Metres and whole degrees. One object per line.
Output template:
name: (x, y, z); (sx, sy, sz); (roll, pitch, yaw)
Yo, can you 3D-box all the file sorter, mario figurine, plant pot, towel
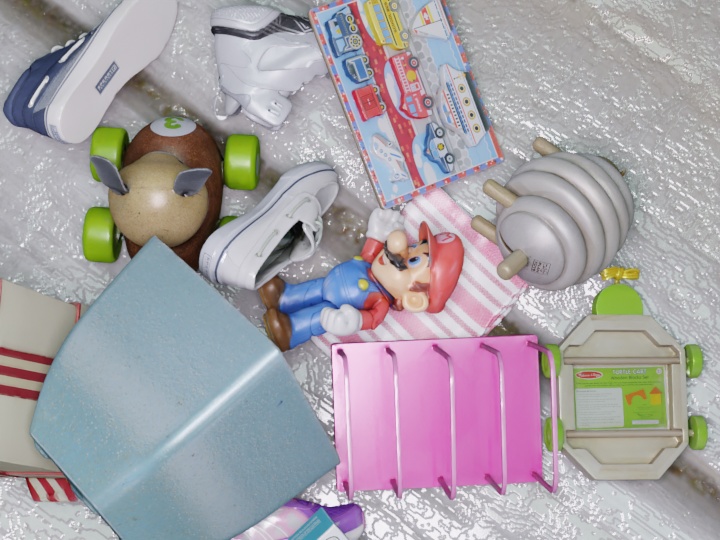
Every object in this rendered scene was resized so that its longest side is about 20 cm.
file sorter: (0.077, 0.136, 1.401); (0.197, 0.125, 0.141); (-2, 91, -4)
mario figurine: (0.000, 0.000, 1.433); (0.198, 0.106, 0.125); (-18, 76, 2)
plant pot: (-0.171, 0.134, 1.348); (0.200, 0.197, 0.195); (-41, 53, -13)
towel: (0.055, 0.030, 1.487); (0.146, 0.030, 0.200); (41, 84, 8)

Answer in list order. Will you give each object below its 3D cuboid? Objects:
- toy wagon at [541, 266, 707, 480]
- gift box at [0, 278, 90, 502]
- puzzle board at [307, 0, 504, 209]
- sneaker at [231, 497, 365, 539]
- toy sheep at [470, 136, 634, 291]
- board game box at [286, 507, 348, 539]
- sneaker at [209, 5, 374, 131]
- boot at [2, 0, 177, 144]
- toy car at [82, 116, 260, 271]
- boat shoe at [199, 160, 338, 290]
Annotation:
toy wagon: (0.249, 0.098, 1.458); (0.153, 0.040, 0.203); (1, 80, -9)
gift box: (-0.338, 0.111, 1.400); (0.198, 0.187, 0.187); (4, 80, 21)
puzzle board: (0.048, -0.177, 1.479); (0.150, 0.017, 0.202); (-22, 94, -27)
sneaker: (-0.096, 0.227, 1.426); (0.198, 0.080, 0.090); (-5, 90, 1)
toy sheep: (0.184, -0.048, 1.443); (0.138, 0.138, 0.200); (43, 56, 8)
board game box: (-0.025, 0.340, 1.383); (0.151, 0.047, 0.200); (-42, 110, -6)
sneaker: (-0.053, -0.195, 1.510); (0.197, 0.075, 0.116); (5, 90, -5)
boot: (-0.270, -0.215, 1.519); (0.090, 0.073, 0.201); (18, 59, 33)
toy car: (-0.186, -0.082, 1.426); (0.162, 0.200, 0.160); (3, 80, 2)
boat shoe: (-0.069, -0.034, 1.441); (0.066, 0.074, 0.200); (27, 45, 22)
